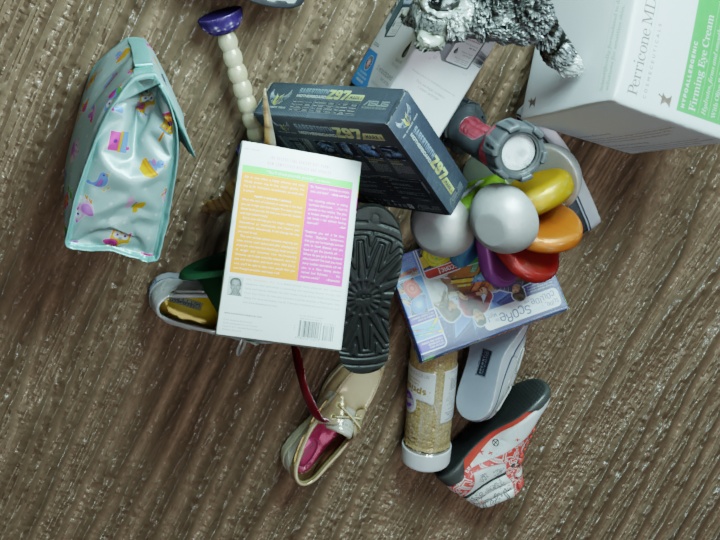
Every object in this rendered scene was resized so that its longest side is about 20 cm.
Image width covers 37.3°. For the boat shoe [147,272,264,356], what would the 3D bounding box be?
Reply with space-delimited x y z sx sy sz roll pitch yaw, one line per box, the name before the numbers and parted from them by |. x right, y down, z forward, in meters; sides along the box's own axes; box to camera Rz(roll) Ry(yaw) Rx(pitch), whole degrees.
boat shoe | -0.154 0.056 1.286 0.201 0.086 0.075 17 107 -22

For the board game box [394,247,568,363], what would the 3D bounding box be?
board game box | 0.145 0.020 1.348 0.199 0.034 0.136 -18 80 -7

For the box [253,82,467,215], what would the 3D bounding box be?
box | 0.000 -0.135 1.174 0.158 0.199 0.051 48 62 -43

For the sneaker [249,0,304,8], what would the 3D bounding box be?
sneaker | -0.141 -0.342 1.131 0.199 0.072 0.083 17 105 -22

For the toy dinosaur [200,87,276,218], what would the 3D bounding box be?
toy dinosaur | -0.117 -0.096 1.193 0.106 0.061 0.200 32 134 -15

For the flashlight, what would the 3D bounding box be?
flashlight | 0.145 -0.157 1.221 0.067 0.200 0.068 -25 116 -4

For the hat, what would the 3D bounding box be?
hat | -0.110 0.068 1.221 0.164 0.200 0.177 -10 100 13

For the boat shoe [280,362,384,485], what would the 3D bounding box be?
boat shoe | -0.029 0.197 1.392 0.073 0.069 0.201 28 102 -25

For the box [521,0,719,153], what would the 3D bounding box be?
box | 0.314 -0.252 1.207 0.170 0.200 0.201 13 87 -20

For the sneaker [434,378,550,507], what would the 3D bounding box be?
sneaker | 0.206 0.244 1.485 0.201 0.067 0.108 -43 118 8

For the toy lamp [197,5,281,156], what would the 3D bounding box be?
toy lamp | -0.131 -0.192 1.207 0.058 0.058 0.201 -20 114 -8

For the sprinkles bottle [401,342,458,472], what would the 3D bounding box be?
sprinkles bottle | 0.093 0.165 1.416 0.068 0.068 0.202 -3 112 -15

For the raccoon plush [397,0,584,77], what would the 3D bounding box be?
raccoon plush | 0.134 -0.234 1.087 0.134 0.097 0.200 -37 115 10

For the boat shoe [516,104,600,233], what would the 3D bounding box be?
boat shoe | 0.234 -0.116 1.343 0.068 0.072 0.200 -36 124 -1

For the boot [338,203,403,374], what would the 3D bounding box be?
boot | -0.003 0.000 1.269 0.079 0.158 0.213 5 114 -6

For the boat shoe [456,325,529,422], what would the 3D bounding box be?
boat shoe | 0.183 0.104 1.422 0.065 0.073 0.201 17 97 -62

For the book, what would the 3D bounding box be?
book | -0.074 -0.024 1.120 0.132 0.048 0.202 8 82 -9

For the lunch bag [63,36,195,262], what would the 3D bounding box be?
lunch bag | -0.244 -0.136 1.130 0.121 0.171 0.201 10 112 -19

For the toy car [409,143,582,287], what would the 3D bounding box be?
toy car | 0.171 -0.053 1.263 0.175 0.199 0.151 -39 115 -41

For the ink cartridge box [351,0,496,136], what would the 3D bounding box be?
ink cartridge box | 0.086 -0.264 1.190 0.085 0.147 0.201 25 103 -22
